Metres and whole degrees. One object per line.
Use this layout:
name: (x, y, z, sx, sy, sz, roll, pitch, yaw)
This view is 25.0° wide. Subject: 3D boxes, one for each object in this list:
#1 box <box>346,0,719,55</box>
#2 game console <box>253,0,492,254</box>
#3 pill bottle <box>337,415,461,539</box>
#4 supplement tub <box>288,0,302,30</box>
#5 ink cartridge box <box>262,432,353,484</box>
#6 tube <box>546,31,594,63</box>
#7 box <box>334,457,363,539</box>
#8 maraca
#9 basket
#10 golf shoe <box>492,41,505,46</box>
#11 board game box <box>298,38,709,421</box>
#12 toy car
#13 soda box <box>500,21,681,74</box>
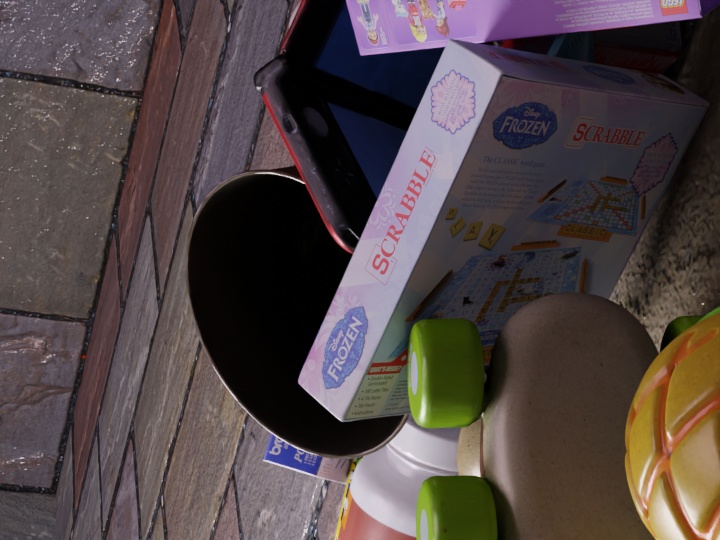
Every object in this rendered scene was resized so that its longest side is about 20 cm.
box: (0.110, -0.155, 0.826, 0.200, 0.137, 0.039, 0, 114, 39)
game console: (0.044, -0.098, 0.933, 0.119, 0.200, 0.173, -36, 67, 23)
pill bottle: (0.039, 0.189, 1.102, 0.112, 0.112, 0.201, -124, 44, -67)
supplement tub: (0.026, -0.109, 1.210, 0.144, 0.144, 0.201, 130, 136, -61)
ink cartridge box: (-0.013, 0.109, 1.208, 0.200, 0.044, 0.094, 39, -114, -73)
tube: (0.115, -0.070, 0.950, 0.200, 0.050, 0.078, 83, -156, -52)
box: (0.026, 0.171, 1.201, 0.070, 0.064, 0.201, -27, -48, -68)
maraca: (0.182, 0.084, 0.677, 0.200, 0.107, 0.138, -156, 69, -64)
basket: (0.000, 0.000, 1.027, 0.181, 0.136, 0.200, 64, -154, -6)
golf shoe: (0.128, -0.220, 1.044, 0.200, 0.073, 0.092, -42, 14, 40)
board game box: (0.080, -0.018, 0.873, 0.041, 0.200, 0.200, 38, 113, 34)
toy car: (0.100, 0.113, 0.863, 0.200, 0.164, 0.158, 108, 160, -68)
soda box: (0.129, -0.123, 1.029, 0.200, 0.063, 0.070, 131, 143, -61)
